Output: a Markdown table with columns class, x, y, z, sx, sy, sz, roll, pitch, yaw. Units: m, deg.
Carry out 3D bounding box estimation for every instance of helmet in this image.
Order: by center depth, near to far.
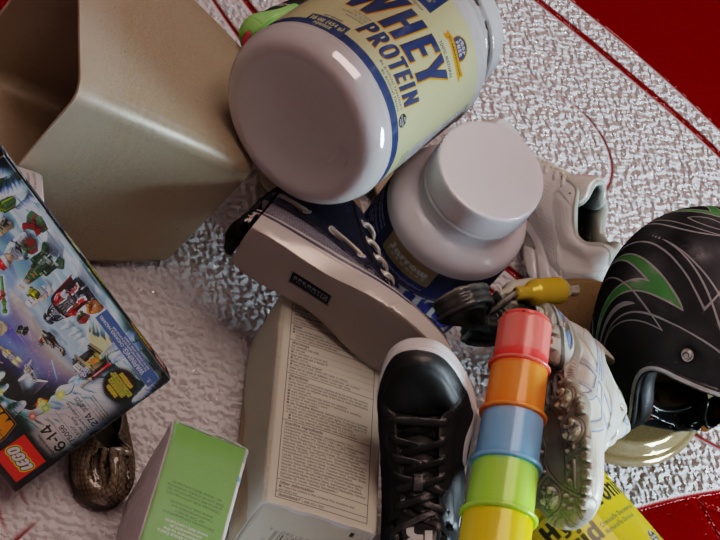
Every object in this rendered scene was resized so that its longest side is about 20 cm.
| class | x | y | z | sx | sy | sz | roll | pitch | yaw |
| --- | --- | --- | --- | --- | --- | --- | --- | --- | --- |
| helmet | 0.282 | 0.044 | 1.528 | 0.199 | 0.191 | 0.201 | 12 | 51 | -16 |

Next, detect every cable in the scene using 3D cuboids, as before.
| class | x | y | z | sx | sy | sz | roll | pitch | yaw |
| --- | --- | --- | --- | --- | --- | --- | --- | --- | --- |
| cable | 0.096 | 0.026 | 1.519 | 0.200 | 0.097 | 0.051 | 12 | 62 | -58 |

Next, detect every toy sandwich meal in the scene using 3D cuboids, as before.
| class | x | y | z | sx | sy | sz | roll | pitch | yaw |
| --- | --- | --- | --- | --- | --- | --- | --- | --- | --- |
| toy sandwich meal | 0.208 | 0.093 | 1.633 | 0.204 | 0.070 | 0.206 | 12 | 52 | -16 |

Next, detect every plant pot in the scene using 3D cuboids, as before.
| class | x | y | z | sx | sy | sz | roll | pitch | yaw |
| --- | --- | --- | --- | --- | --- | --- | --- | --- | --- |
| plant pot | -0.194 | -0.121 | 1.497 | 0.177 | 0.200 | 0.201 | 21 | 44 | -31 |

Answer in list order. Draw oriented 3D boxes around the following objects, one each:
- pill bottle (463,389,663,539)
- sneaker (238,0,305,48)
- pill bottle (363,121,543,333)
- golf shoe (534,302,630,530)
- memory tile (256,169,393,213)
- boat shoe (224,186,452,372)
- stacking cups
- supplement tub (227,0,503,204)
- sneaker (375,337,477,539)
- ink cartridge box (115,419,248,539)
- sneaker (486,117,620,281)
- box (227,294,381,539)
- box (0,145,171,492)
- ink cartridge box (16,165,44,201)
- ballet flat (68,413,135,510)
| class | x | y | z | sx | sy | sz | roll | pitch | yaw |
| --- | --- | --- | --- | --- | --- | --- | --- | --- | --- |
| pill bottle | 0.145 | 0.189 | 1.474 | 0.111 | 0.111 | 0.200 | -26 | 68 | -43 |
| sneaker | -0.047 | -0.167 | 1.602 | 0.084 | 0.200 | 0.077 | -36 | 75 | -9 |
| pill bottle | 0.065 | -0.032 | 1.543 | 0.119 | 0.200 | 0.120 | 10 | 59 | -18 |
| golf shoe | 0.171 | 0.114 | 1.425 | 0.097 | 0.078 | 0.201 | 23 | 41 | -24 |
| memory tile | 0.011 | -0.075 | 1.695 | 0.199 | 0.017 | 0.154 | 26 | 44 | -8 |
| boat shoe | 0.000 | 0.000 | 1.464 | 0.200 | 0.075 | 0.093 | 36 | 48 | 1 |
| stacking cups | 0.103 | 0.124 | 1.371 | 0.060 | 0.061 | 0.201 | 18 | 59 | -17 |
| supplement tub | 0.008 | -0.155 | 1.471 | 0.145 | 0.145 | 0.200 | 42 | 47 | 8 |
| sneaker | 0.048 | 0.157 | 1.369 | 0.073 | 0.201 | 0.112 | -1 | 34 | 5 |
| ink cartridge box | -0.139 | 0.213 | 1.288 | 0.059 | 0.104 | 0.201 | 23 | 44 | -10 |
| sneaker | 0.177 | -0.068 | 1.722 | 0.078 | 0.099 | 0.201 | -1 | 55 | -50 |
| box | -0.039 | 0.125 | 1.443 | 0.095 | 0.078 | 0.201 | 20 | 45 | -15 |
| box | -0.243 | 0.035 | 1.310 | 0.200 | 0.137 | 0.040 | 55 | -2 | -20 |
| ink cartridge box | -0.339 | -0.026 | 1.337 | 0.199 | 0.146 | 0.085 | 18 | 10 | -15 |
| ballet flat | -0.202 | 0.082 | 1.406 | 0.067 | 0.046 | 0.201 | 4 | 51 | -29 |
